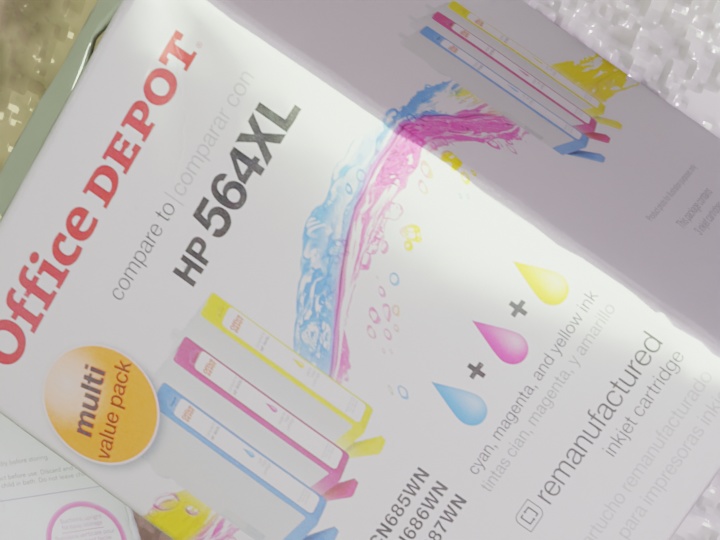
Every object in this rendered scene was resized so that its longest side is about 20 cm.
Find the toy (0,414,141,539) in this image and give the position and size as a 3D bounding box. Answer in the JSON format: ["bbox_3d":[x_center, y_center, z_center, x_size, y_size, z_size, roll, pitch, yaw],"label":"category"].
[{"bbox_3d":[-0.099,0.114,0.853,0.115,0.047,0.200,-9,101,19],"label":"toy"}]

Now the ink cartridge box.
[{"bbox_3d":[0.000,0.000,0.740,0.200,0.125,0.129,34,114,6],"label":"ink cartridge box"}]
